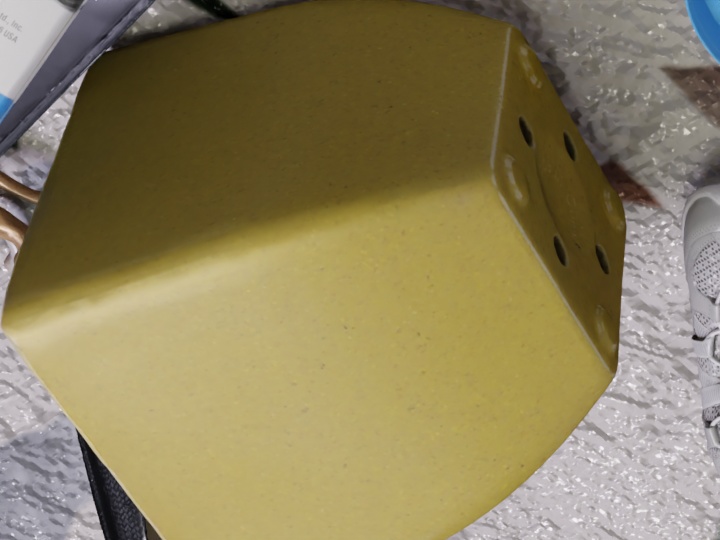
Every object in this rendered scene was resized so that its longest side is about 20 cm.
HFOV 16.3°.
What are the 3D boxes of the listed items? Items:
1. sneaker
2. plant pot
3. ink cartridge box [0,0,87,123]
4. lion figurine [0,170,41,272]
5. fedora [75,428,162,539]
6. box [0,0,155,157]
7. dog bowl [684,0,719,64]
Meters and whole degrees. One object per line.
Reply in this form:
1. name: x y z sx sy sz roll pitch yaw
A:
1. sneaker: 0.185 0.047 1.110 0.075 0.082 0.200 -4 130 21
2. plant pot: 0.000 0.000 1.060 0.200 0.196 0.194 -19 123 23
3. ink cartridge box: -0.162 -0.158 0.976 0.146 0.084 0.200 35 100 -14
4. lion figurine: -0.232 -0.021 1.202 0.200 0.072 0.123 -37 100 24
5. fedora: -0.081 0.107 1.224 0.092 0.201 0.201 -16 131 -9
6. box: -0.200 -0.147 1.082 0.200 0.046 0.159 38 131 -17
7. dog bowl: 0.227 -0.116 0.971 0.200 0.050 0.112 8 133 10
